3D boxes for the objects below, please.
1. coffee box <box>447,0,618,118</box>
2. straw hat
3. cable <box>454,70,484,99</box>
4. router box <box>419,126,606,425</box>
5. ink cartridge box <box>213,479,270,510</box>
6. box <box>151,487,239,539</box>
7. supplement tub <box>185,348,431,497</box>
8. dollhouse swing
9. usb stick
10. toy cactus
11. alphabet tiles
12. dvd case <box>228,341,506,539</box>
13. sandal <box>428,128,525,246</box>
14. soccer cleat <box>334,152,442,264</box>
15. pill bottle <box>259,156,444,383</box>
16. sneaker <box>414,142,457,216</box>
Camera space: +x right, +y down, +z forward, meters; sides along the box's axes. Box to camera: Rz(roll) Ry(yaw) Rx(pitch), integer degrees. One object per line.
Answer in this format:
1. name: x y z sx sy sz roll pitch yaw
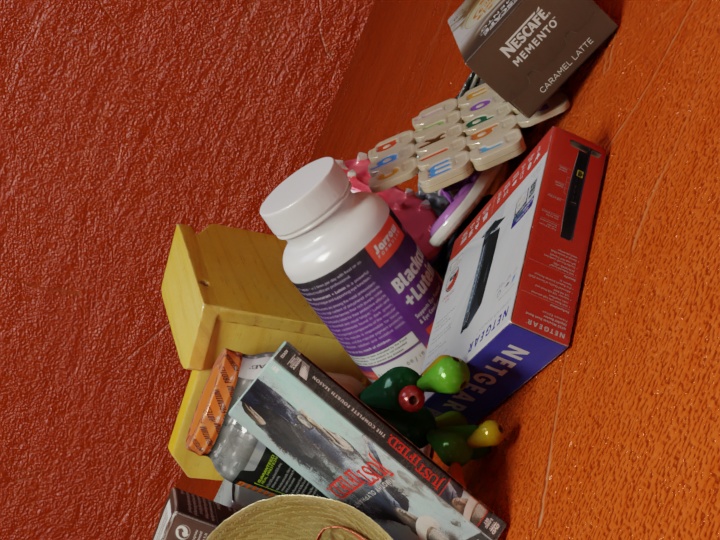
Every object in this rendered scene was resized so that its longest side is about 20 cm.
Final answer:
1. coffee box: 0.152 -0.227 1.237 0.114 0.080 0.200 -47 15 14
2. straw hat: -0.024 0.246 1.046 0.202 0.201 0.085 -63 -12 24
3. cable: 0.113 -0.198 1.428 0.200 0.050 0.097 -42 14 17
4. router box: 0.115 0.012 1.069 0.200 0.049 0.180 127 162 -57
5. ink cartridge box: -0.093 0.298 1.291 0.083 0.145 0.201 -94 27 -67
6. box: -0.078 0.257 1.138 0.100 0.199 0.075 -165 95 -81
7. supplement tub: -0.047 0.149 1.206 0.123 0.199 0.123 -157 90 -79
8. dollhouse swing: -0.102 0.086 1.333 0.176 0.199 0.182 -63 32 29
9. usb stick: 0.092 -0.007 1.303 0.200 0.032 0.056 127 156 -56
10. toy cactus: 0.017 0.122 1.028 0.200 0.164 0.103 110 178 -63
11. alphabet tiles: 0.098 -0.128 1.253 0.195 0.015 0.200 -23 22 10
12. dvd case: -0.001 0.142 0.984 0.022 0.200 0.146 -52 1 -28
13. sandal: 0.099 -0.092 1.269 0.083 0.050 0.203 -54 0 44
14. soccer cleat: 0.027 -0.048 1.366 0.200 0.066 0.077 48 151 48
15. pill bottle: 0.000 0.000 1.220 0.111 0.200 0.112 -32 21 14
16. sneaker: 0.085 -0.071 1.413 0.081 0.075 0.201 -30 -35 -54
